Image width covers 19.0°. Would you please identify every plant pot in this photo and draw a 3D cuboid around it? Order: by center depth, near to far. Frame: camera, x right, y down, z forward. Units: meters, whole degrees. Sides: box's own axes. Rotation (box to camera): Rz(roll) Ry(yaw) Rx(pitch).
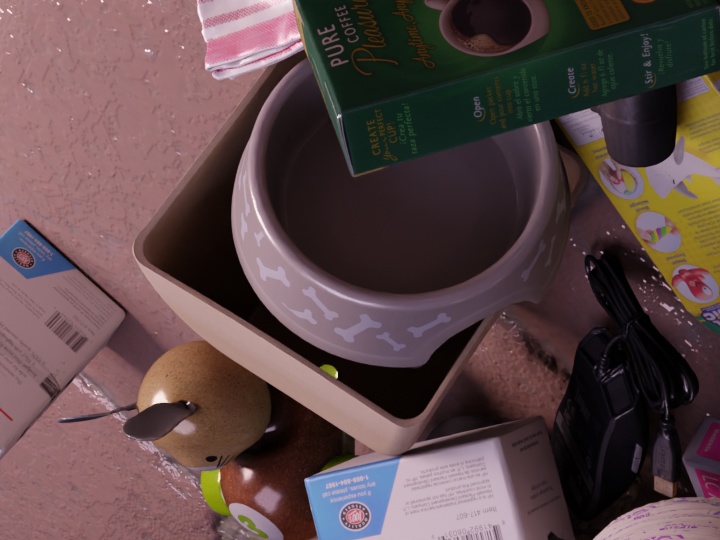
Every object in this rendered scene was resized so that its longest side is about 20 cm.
[{"bbox_3d":[0.000,0.000,1.327,0.199,0.200,0.177,31,159,12],"label":"plant pot"}]

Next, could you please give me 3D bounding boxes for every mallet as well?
[{"bbox_3d":[0.078,-0.112,1.166,0.199,0.041,0.066,18,135,18],"label":"mallet"}]

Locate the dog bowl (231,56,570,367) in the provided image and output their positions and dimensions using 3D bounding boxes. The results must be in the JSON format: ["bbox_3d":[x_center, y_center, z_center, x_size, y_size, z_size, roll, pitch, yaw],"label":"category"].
[{"bbox_3d":[0.024,-0.049,1.221,0.199,0.201,0.059,31,160,12],"label":"dog bowl"}]

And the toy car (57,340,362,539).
[{"bbox_3d":[-0.101,0.112,1.488,0.164,0.199,0.159,1,89,49],"label":"toy car"}]

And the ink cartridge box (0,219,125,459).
[{"bbox_3d":[-0.287,0.072,1.643,0.116,0.200,0.068,41,144,-1],"label":"ink cartridge box"}]

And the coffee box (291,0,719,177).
[{"bbox_3d":[0.072,-0.123,1.098,0.123,0.198,0.044,-112,7,-49],"label":"coffee box"}]

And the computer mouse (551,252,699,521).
[{"bbox_3d":[0.172,0.098,1.341,0.141,0.046,0.201,-117,24,-45],"label":"computer mouse"}]

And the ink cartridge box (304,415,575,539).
[{"bbox_3d":[0.065,0.209,1.375,0.145,0.084,0.202,-14,90,27],"label":"ink cartridge box"}]

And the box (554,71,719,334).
[{"bbox_3d":[0.195,-0.055,1.206,0.117,0.048,0.201,-17,113,49],"label":"box"}]

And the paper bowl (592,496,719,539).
[{"bbox_3d":[0.214,0.224,1.273,0.199,0.104,0.202,11,121,18],"label":"paper bowl"}]

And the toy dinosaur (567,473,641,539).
[{"bbox_3d":[0.115,0.203,1.448,0.199,0.089,0.047,-27,139,23],"label":"toy dinosaur"}]

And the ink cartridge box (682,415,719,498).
[{"bbox_3d":[0.297,0.157,1.277,0.199,0.042,0.120,12,147,33],"label":"ink cartridge box"}]

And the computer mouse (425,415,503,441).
[{"bbox_3d":[0.072,0.148,1.521,0.138,0.053,0.200,23,150,-3],"label":"computer mouse"}]

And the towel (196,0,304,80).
[{"bbox_3d":[-0.058,-0.221,1.202,0.146,0.030,0.202,-18,85,46],"label":"towel"}]
